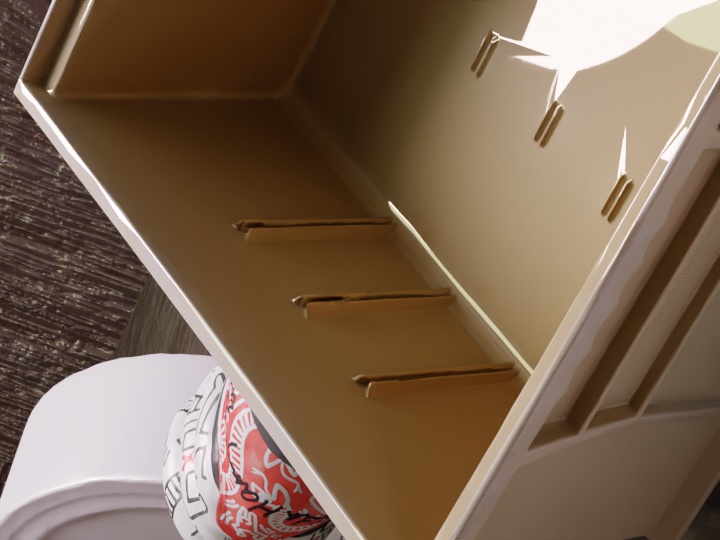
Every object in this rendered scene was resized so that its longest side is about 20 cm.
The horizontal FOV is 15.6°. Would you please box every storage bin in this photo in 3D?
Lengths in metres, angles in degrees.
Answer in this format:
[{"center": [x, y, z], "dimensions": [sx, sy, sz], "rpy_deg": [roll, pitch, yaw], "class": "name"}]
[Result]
[{"center": [0.032, -0.061, 0.637], "dimensions": [0.200, 0.093, 0.199], "rpy_deg": [51, 127, 34], "class": "storage bin"}]

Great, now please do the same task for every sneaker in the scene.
[{"center": [-0.001, 0.000, 0.801], "dimensions": [0.108, 0.067, 0.202], "rpy_deg": [-50, 13, 49], "class": "sneaker"}]

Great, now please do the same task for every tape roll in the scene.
[{"center": [-0.064, 0.127, 1.169], "dimensions": [0.203, 0.202, 0.071], "rpy_deg": [121, 166, -50], "class": "tape roll"}]

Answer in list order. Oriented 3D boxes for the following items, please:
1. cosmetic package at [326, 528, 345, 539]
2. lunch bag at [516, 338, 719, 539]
[{"center": [0.030, 0.087, 1.013], "dimensions": [0.087, 0.103, 0.201], "rpy_deg": [139, 152, -71], "class": "cosmetic package"}, {"center": [0.052, 0.111, 0.767], "dimensions": [0.164, 0.117, 0.201], "rpy_deg": [136, 152, -74], "class": "lunch bag"}]
